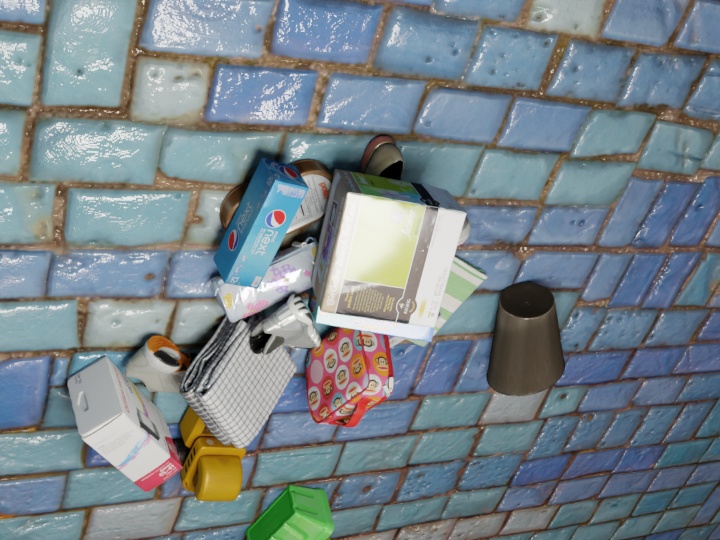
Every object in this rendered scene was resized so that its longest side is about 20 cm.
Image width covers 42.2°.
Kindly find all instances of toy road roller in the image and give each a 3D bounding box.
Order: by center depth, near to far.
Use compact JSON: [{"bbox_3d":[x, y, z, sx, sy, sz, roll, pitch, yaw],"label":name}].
[{"bbox_3d":[-0.266,0.339,1.745,0.122,0.146,0.201,9,122,-35],"label":"toy road roller"}]

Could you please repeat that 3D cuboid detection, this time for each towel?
[{"bbox_3d":[-0.216,0.185,1.635,0.201,0.085,0.166,-60,138,-33],"label":"towel"},{"bbox_3d":[0.141,0.058,1.825,0.152,0.023,0.200,25,111,-41],"label":"towel"}]

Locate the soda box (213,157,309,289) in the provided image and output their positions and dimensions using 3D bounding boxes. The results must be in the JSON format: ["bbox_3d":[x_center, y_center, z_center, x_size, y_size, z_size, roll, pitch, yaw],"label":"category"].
[{"bbox_3d":[-0.158,-0.072,1.466,0.064,0.068,0.201,11,121,-36],"label":"soda box"}]

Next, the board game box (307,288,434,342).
[{"bbox_3d":[0.015,0.071,1.596,0.199,0.152,0.045,11,97,-9],"label":"board game box"}]

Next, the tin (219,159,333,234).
[{"bbox_3d":[-0.131,-0.107,1.525,0.199,0.042,0.112,-25,139,-9],"label":"tin"}]

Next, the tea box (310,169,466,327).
[{"bbox_3d":[0.039,-0.035,1.491,0.195,0.134,0.201,9,110,-15],"label":"tea box"}]

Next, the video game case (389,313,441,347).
[{"bbox_3d":[0.062,0.071,1.749,0.143,0.018,0.200,-31,143,3],"label":"video game case"}]

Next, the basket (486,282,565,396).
[{"bbox_3d":[0.342,0.137,1.932,0.179,0.136,0.201,-22,131,-16],"label":"basket"}]

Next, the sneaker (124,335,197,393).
[{"bbox_3d":[-0.330,0.186,1.646,0.092,0.076,0.200,-32,134,18],"label":"sneaker"}]

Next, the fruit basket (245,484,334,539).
[{"bbox_3d":[-0.121,0.593,2.030,0.214,0.156,0.217,-6,120,-11],"label":"fruit basket"}]

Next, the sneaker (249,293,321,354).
[{"bbox_3d":[-0.138,0.110,1.619,0.115,0.075,0.200,-32,159,-8],"label":"sneaker"}]

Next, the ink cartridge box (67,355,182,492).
[{"bbox_3d":[-0.404,0.266,1.606,0.085,0.148,0.200,-31,136,-3],"label":"ink cartridge box"}]

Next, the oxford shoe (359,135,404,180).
[{"bbox_3d":[0.022,-0.122,1.570,0.070,0.075,0.201,-4,128,-26],"label":"oxford shoe"}]

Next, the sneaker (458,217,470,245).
[{"bbox_3d":[0.124,-0.093,1.647,0.199,0.081,0.089,-3,108,-44],"label":"sneaker"}]

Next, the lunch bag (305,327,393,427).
[{"bbox_3d":[-0.023,0.199,1.712,0.082,0.177,0.200,12,146,-34],"label":"lunch bag"}]

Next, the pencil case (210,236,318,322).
[{"bbox_3d":[-0.150,0.014,1.581,0.199,0.083,0.091,-24,152,-8],"label":"pencil case"}]
